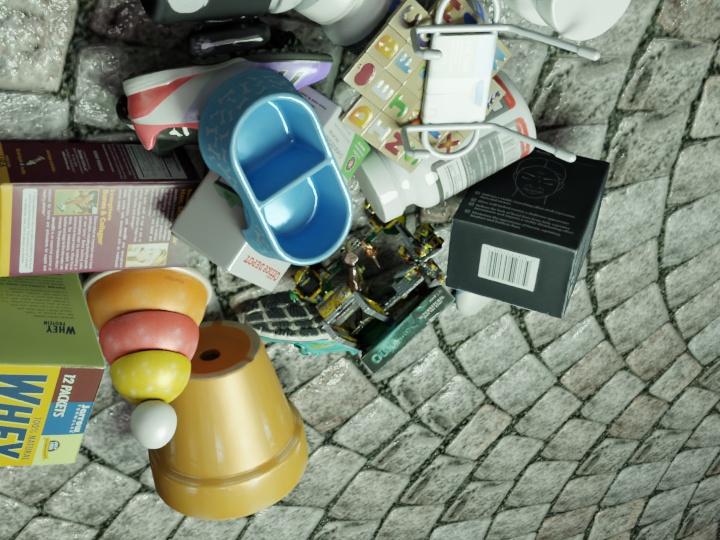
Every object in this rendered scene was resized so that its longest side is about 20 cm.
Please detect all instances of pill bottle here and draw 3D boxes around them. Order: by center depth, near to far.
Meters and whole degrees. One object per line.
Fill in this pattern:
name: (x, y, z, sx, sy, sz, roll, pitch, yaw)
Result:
pill bottle: (0.179, -0.316, 0.941, 0.113, 0.200, 0.114, -16, 132, -18)
pill bottle: (0.029, -0.267, 0.959, 0.200, 0.114, 0.114, 19, 115, -40)
pill bottle: (0.093, -0.145, 1.097, 0.199, 0.116, 0.116, -28, 135, -6)

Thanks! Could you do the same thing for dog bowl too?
dog bowl: (-0.071, -0.088, 0.877, 0.111, 0.050, 0.200, -36, 128, -17)

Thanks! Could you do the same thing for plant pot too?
plant pot: (-0.173, 0.171, 1.163, 0.199, 0.200, 0.184, -16, 122, -18)

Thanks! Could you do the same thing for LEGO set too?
LEGO set: (0.000, 0.000, 1.134, 0.200, 0.154, 0.116, -35, 158, 11)

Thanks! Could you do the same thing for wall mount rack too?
wall mount rack: (0.130, -0.175, 0.921, 0.173, 0.075, 0.200, -3, 133, -7)

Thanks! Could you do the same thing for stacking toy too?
stacking toy: (-0.235, 0.098, 1.034, 0.145, 0.201, 0.146, -5, 151, -3)

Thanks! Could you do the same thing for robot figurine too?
robot figurine: (-0.136, -0.287, 0.843, 0.199, 0.125, 0.151, -12, 141, -21)

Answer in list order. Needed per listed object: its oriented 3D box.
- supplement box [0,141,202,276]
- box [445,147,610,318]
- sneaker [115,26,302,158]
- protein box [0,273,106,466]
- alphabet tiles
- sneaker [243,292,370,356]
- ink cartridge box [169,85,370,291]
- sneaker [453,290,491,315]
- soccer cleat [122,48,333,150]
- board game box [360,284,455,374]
supplement box: (-0.276, -0.066, 0.971, 0.199, 0.086, 0.111, -3, 128, -27)
box: (0.206, -0.058, 1.147, 0.200, 0.148, 0.107, -56, 156, -45)
sneaker: (-0.147, -0.180, 0.970, 0.200, 0.067, 0.091, -29, 144, -8)
protein box: (-0.388, 0.081, 0.948, 0.198, 0.200, 0.135, 5, 123, -33)
alphabet tiles: (0.070, -0.188, 0.954, 0.167, 0.006, 0.200, -49, 141, 10)
sneaker: (-0.064, 0.083, 1.230, 0.199, 0.078, 0.080, 7, 131, -34)
ink cartridge box: (-0.091, -0.088, 0.990, 0.200, 0.084, 0.145, -55, 164, -1)
sneaker: (0.205, -0.009, 1.307, 0.072, 0.073, 0.200, 22, 114, -42)
soccer cleat: (-0.121, -0.167, 0.893, 0.199, 0.068, 0.074, -11, 99, -6)
board game box: (0.057, 0.074, 1.222, 0.135, 0.028, 0.200, -43, 179, -2)
